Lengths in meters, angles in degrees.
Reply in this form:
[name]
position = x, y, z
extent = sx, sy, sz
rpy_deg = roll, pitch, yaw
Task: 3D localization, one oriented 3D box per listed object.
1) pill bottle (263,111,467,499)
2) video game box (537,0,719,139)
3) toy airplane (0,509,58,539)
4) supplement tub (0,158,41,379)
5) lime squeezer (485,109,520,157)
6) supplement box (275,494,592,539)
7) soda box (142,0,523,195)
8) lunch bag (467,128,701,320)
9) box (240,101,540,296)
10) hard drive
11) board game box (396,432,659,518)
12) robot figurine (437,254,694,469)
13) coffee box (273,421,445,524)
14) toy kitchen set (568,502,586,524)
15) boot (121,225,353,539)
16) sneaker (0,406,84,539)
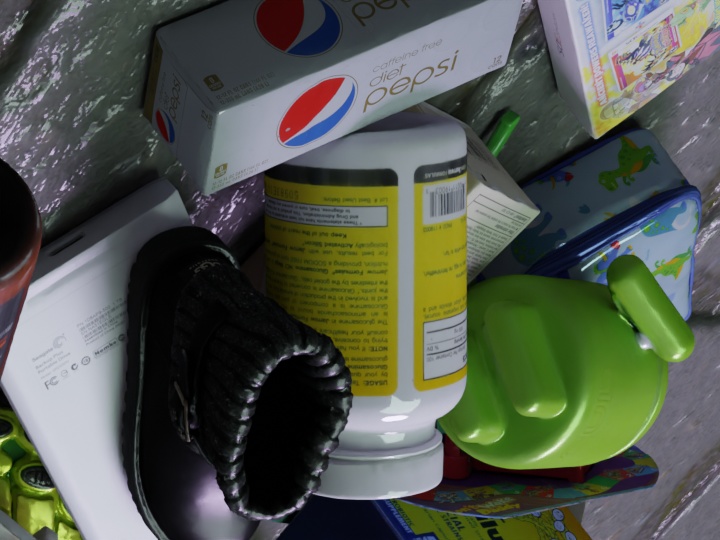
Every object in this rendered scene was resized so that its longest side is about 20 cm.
[pill bottle]
position = 0.003, 0.018, 1.396
extent = 0.112, 0.112, 0.202
rpy_deg = -11, 105, -45
[video game box]
position = 0.188, -0.185, 1.493
extent = 0.182, 0.047, 0.200
rpy_deg = -38, 155, -7
[toy airplane]
position = -0.238, 0.219, 1.417
extent = 0.200, 0.198, 0.142
rpy_deg = 89, 18, -45
[supplement tub]
position = -0.223, 0.035, 1.235
extent = 0.106, 0.107, 0.201
rpy_deg = -19, 148, -35
[lime squeezer]
position = 0.050, -0.018, 1.612
extent = 0.201, 0.037, 0.071
rpy_deg = 107, 11, -49
[supplement box]
position = 0.050, 0.195, 1.759
extent = 0.199, 0.109, 0.110
rpy_deg = -2, 137, -52
[soda box]
position = -0.013, -0.115, 1.318
extent = 0.199, 0.064, 0.068
rpy_deg = -26, 152, -27
[lunch bag]
position = 0.147, 0.007, 1.718
extent = 0.160, 0.083, 0.201
rpy_deg = -27, 152, -15
[box]
position = 0.000, 0.000, 1.509
extent = 0.200, 0.078, 0.095
rpy_deg = -44, 154, 12
[hard drive]
position = -0.125, 0.061, 1.407
extent = 0.131, 0.027, 0.201
rpy_deg = -32, 128, -13
[board game box]
position = 0.098, 0.111, 1.662
extent = 0.199, 0.158, 0.039
rpy_deg = -8, 107, -30
[robot figurine]
position = 0.116, 0.063, 1.559
extent = 0.175, 0.116, 0.200
rpy_deg = -28, 164, 26
[coffee box]
position = 0.005, 0.127, 1.767
extent = 0.123, 0.044, 0.200
rpy_deg = -45, 154, 13
[toy kitchen set]
position = 0.102, 0.254, 1.990
extent = 0.181, 0.198, 0.164
rpy_deg = 109, -1, -50
[boot]
position = -0.065, 0.095, 1.343
extent = 0.079, 0.158, 0.213
rpy_deg = -19, 124, -22
[sneaker]
position = -0.168, 0.128, 1.495
extent = 0.199, 0.083, 0.075
rpy_deg = 25, 82, -43
